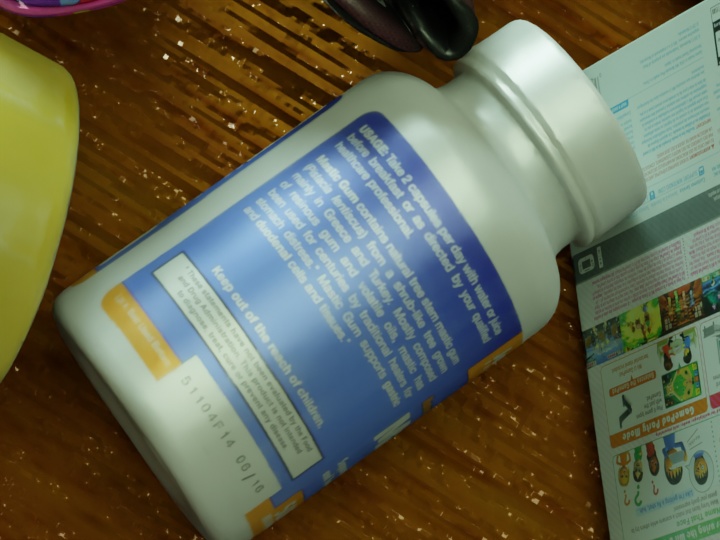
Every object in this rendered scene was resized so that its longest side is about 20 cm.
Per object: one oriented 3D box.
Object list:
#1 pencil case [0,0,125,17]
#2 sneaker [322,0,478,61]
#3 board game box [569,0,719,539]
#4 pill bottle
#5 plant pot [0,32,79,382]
[{"bbox_3d":[-0.112,-0.173,1.063,0.088,0.088,0.200,4,37,-8],"label":"pencil case"},{"bbox_3d":[0.024,-0.113,1.066,0.076,0.200,0.116,-49,57,24],"label":"sneaker"},{"bbox_3d":[0.145,0.007,1.067,0.064,0.148,0.200,3,73,-30],"label":"board game box"},{"bbox_3d":[0.000,0.000,1.055,0.200,0.112,0.112,-35,83,-8],"label":"pill bottle"},{"bbox_3d":[-0.206,-0.037,1.010,0.189,0.201,0.201,16,72,-21],"label":"plant pot"}]
